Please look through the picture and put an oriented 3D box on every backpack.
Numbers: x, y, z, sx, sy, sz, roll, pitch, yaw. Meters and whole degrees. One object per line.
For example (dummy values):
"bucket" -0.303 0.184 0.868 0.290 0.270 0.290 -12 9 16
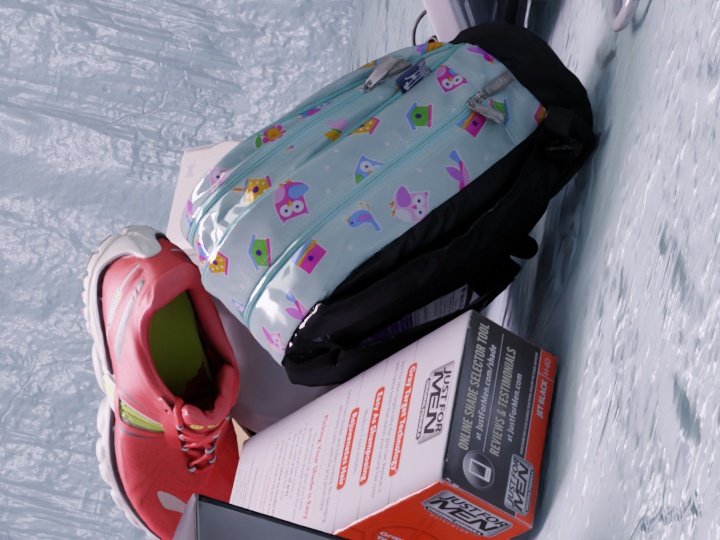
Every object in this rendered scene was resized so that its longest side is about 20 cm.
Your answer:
"backpack" 0.009 -0.033 1.381 0.200 0.127 0.167 -34 -21 -26

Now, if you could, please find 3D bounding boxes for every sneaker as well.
"sneaker" -0.097 0.075 1.430 0.085 0.077 0.200 28 139 51

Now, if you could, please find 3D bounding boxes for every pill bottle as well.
"pill bottle" 0.000 0.000 1.512 0.200 0.111 0.111 -37 -23 -38

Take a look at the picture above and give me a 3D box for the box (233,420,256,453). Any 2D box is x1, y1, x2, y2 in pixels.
"box" -0.033 0.190 1.567 0.163 0.021 0.200 38 141 58

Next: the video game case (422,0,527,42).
"video game case" 0.077 -0.206 1.660 0.200 0.023 0.182 62 -145 -61

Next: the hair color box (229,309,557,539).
"hair color box" 0.009 0.107 1.354 0.200 0.061 0.102 -32 37 47

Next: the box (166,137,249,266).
"box" -0.019 -0.011 1.631 0.082 0.200 0.068 -7 65 44

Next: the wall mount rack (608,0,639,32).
"wall mount rack" 0.121 -0.217 1.282 0.174 0.074 0.200 -122 44 -83

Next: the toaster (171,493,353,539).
"toaster" -0.018 0.219 1.201 0.119 0.200 0.181 -89 21 -57

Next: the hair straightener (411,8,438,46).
"hair straightener" 0.051 -0.100 1.746 0.041 0.077 0.200 66 -146 -82
